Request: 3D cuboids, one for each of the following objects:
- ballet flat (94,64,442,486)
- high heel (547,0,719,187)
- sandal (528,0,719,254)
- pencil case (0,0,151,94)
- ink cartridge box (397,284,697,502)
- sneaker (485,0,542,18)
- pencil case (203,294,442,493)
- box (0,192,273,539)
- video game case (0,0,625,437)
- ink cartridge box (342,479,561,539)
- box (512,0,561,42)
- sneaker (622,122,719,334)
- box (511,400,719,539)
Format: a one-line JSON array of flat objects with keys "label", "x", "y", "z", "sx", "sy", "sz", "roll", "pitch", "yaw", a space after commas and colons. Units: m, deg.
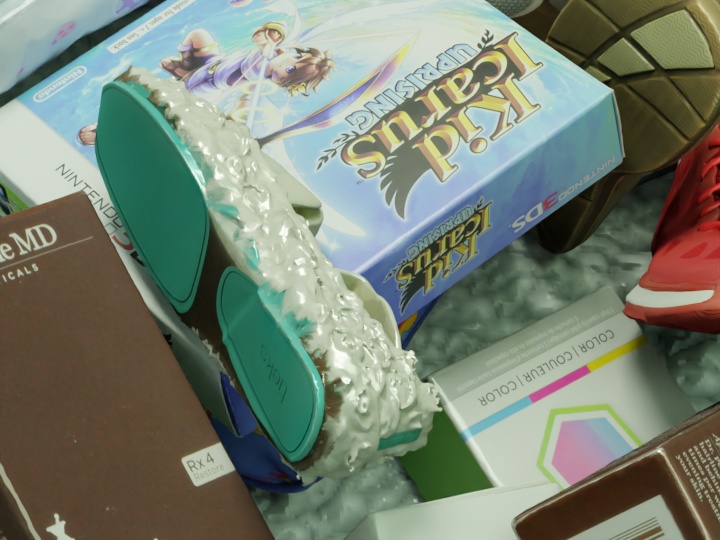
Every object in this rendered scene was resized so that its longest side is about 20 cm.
[{"label": "ballet flat", "x": -0.033, "y": 0.002, "z": 1.051, "sx": 0.072, "sy": 0.072, "sz": 0.200, "roll": -12, "pitch": 49, "yaw": -25}, {"label": "high heel", "x": 0.146, "y": -0.140, "z": 1.266, "sx": 0.142, "sy": 0.200, "sz": 0.071, "roll": -21, "pitch": 30, "yaw": -31}, {"label": "sandal", "x": 0.111, "y": -0.069, "z": 1.193, "sx": 0.054, "sy": 0.200, "sz": 0.080, "roll": -23, "pitch": 76, "yaw": -23}, {"label": "pencil case", "x": -0.113, "y": -0.140, "z": 1.197, "sx": 0.200, "sy": 0.091, "sz": 0.083, "roll": -35, "pitch": 121, "yaw": -20}, {"label": "ink cartridge box", "x": 0.108, "y": 0.116, "z": 1.184, "sx": 0.104, "sy": 0.059, "sz": 0.200, "roll": -25, "pitch": 76, "yaw": -31}, {"label": "sneaker", "x": 0.051, "y": -0.206, "z": 1.211, "sx": 0.082, "sy": 0.075, "sz": 0.200, "roll": -25, "pitch": 103, "yaw": -59}, {"label": "pencil case", "x": 0.000, "y": 0.000, "z": 1.190, "sx": 0.087, "sy": 0.078, "sz": 0.200, "roll": 24, "pitch": 57, "yaw": 19}, {"label": "box", "x": -0.105, "y": 0.082, "z": 1.043, "sx": 0.100, "sy": 0.075, "sz": 0.200, "roll": -22, "pitch": 78, "yaw": -45}, {"label": "video game case", "x": -0.028, "y": -0.050, "z": 1.156, "sx": 0.200, "sy": 0.045, "sz": 0.181, "roll": -36, "pitch": 52, "yaw": -19}, {"label": "ink cartridge box", "x": 0.039, "y": 0.198, "z": 1.068, "sx": 0.083, "sy": 0.146, "sz": 0.200, "roll": -7, "pitch": 67, "yaw": -25}, {"label": "box", "x": 0.069, "y": -0.193, "z": 1.295, "sx": 0.200, "sy": 0.021, "sz": 0.164, "roll": 33, "pitch": 55, "yaw": -35}, {"label": "sneaker", "x": 0.152, "y": -0.033, "z": 1.182, "sx": 0.078, "sy": 0.200, "sz": 0.116, "roll": 9, "pitch": 93, "yaw": -5}, {"label": "box", "x": 0.144, "y": 0.100, "z": 1.077, "sx": 0.200, "sy": 0.075, "sz": 0.100, "roll": -19, "pitch": 81, "yaw": -58}]
